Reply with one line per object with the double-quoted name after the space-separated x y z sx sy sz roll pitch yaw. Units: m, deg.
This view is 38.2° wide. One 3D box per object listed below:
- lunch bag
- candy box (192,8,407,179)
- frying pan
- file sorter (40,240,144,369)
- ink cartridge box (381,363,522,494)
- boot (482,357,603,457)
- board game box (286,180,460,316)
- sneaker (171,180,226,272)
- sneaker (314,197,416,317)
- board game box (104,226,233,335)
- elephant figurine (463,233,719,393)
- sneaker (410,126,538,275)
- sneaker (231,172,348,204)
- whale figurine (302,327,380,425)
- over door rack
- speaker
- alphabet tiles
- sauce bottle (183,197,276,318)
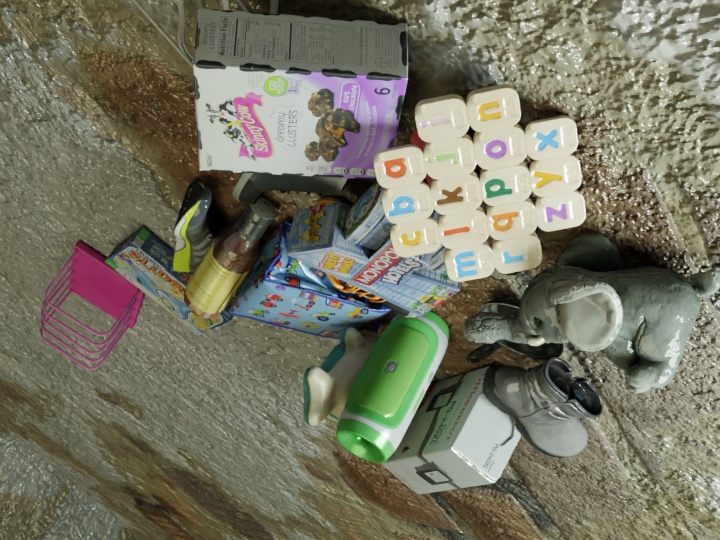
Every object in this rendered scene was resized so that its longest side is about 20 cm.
-0.058 0.039 1.418 0.199 0.095 0.150 27 151 -16 "lunch bag"
-0.062 -0.167 1.019 0.197 0.072 0.168 2 151 -5 "candy box"
0.196 0.088 1.296 0.114 0.031 0.191 24 155 12 "frying pan"
-0.473 0.071 1.807 0.138 0.126 0.200 33 151 -3 "file sorter"
0.135 0.223 1.446 0.083 0.146 0.200 40 151 -12 "ink cartridge box"
0.260 0.183 1.329 0.199 0.070 0.131 35 153 -30 "boot"
0.028 -0.031 1.179 0.198 0.062 0.200 18 155 -16 "board game box"
-0.213 -0.055 1.439 0.080 0.075 0.200 14 153 -4 "sneaker"
0.000 0.000 1.299 0.200 0.078 0.078 43 148 -23 "sneaker"
-0.301 0.020 1.658 0.200 0.035 0.135 40 150 -16 "board game box"
0.232 0.036 1.065 0.198 0.157 0.141 24 174 -6 "elephant figurine"
0.119 -0.083 1.082 0.086 0.074 0.201 11 140 50 "sneaker"
-0.077 -0.108 1.204 0.106 0.075 0.200 35 150 -8 "sneaker"
-0.027 0.157 1.421 0.103 0.161 0.199 2 -174 35 "whale figurine"
-0.160 -0.268 1.024 0.147 0.067 0.200 4 161 38 "over door rack"
0.044 0.146 1.354 0.088 0.201 0.089 22 151 14 "speaker"
0.117 -0.081 1.009 0.193 0.015 0.202 -11 123 7 "alphabet tiles"
-0.173 -0.018 1.392 0.066 0.066 0.200 34 125 -7 "sauce bottle"
